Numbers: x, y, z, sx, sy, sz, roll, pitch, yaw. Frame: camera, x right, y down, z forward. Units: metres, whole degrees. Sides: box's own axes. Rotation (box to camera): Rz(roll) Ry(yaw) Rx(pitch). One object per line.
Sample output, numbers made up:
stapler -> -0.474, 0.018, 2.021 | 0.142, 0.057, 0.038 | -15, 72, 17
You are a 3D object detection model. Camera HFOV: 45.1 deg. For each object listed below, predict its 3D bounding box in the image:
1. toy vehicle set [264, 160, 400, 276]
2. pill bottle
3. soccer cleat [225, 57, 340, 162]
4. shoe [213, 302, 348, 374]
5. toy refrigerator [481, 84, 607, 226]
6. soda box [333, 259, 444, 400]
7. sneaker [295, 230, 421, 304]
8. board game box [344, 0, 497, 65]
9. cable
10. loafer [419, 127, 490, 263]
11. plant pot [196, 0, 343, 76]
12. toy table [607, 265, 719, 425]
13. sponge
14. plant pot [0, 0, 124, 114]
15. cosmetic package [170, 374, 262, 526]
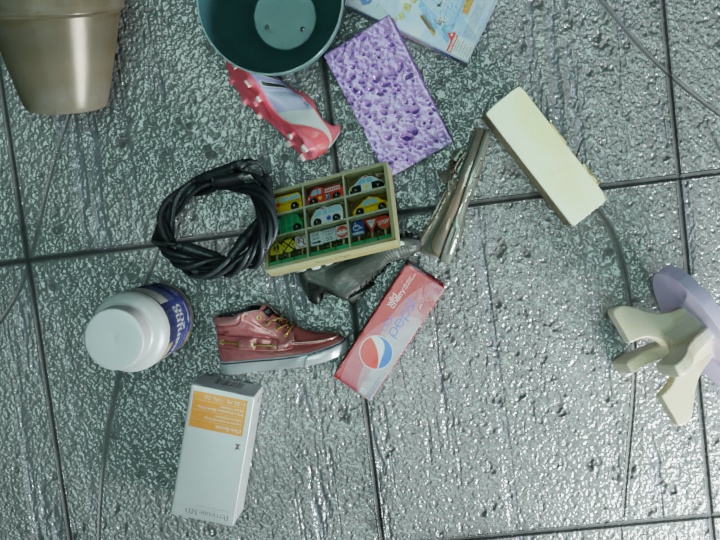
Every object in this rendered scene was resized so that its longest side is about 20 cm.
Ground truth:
toy vehicle set -> -0.046, -0.073, 1.247 | 0.198, 0.027, 0.126 | -13, 67, 14
pill bottle -> -0.314, 0.081, 1.234 | 0.110, 0.200, 0.112 | 0, 95, 5
soccer cleat -> -0.116, -0.248, 1.268 | 0.076, 0.067, 0.200 | -41, 85, -24
shoe -> -0.121, 0.094, 1.284 | 0.198, 0.071, 0.092 | -9, 100, 10
toy refrigerator -> 0.261, -0.163, 1.231 | 0.070, 0.076, 0.201 | -37, 90, 6
soda box -> 0.043, 0.087, 1.276 | 0.070, 0.063, 0.201 | 33, 97, 1
sneaker -> 0.000, 0.000, 1.271 | 0.198, 0.066, 0.091 | -14, 98, 12
board game box -> 0.107, -0.428, 1.238 | 0.198, 0.041, 0.202 | 26, 97, 2
cable -> -0.211, -0.066, 1.258 | 0.198, 0.051, 0.165 | -18, 77, 12
loafer -> 0.132, -0.113, 1.252 | 0.062, 0.072, 0.202 | 18, 99, 10
plant pot -> -0.116, -0.366, 1.213 | 0.198, 0.135, 0.203 | 0, 94, 5
toy table -> 0.437, 0.108, 1.199 | 0.116, 0.184, 0.201 | -32, 79, -9
sponge -> 0.041, -0.249, 1.246 | 0.111, 0.030, 0.201 | -26, 100, 15
plant pot -> -0.429, -0.318, 1.230 | 0.197, 0.200, 0.175 | 2, 111, 4
cosmetic package -> -0.216, 0.269, 1.307 | 0.100, 0.071, 0.202 | 10, 96, 3
